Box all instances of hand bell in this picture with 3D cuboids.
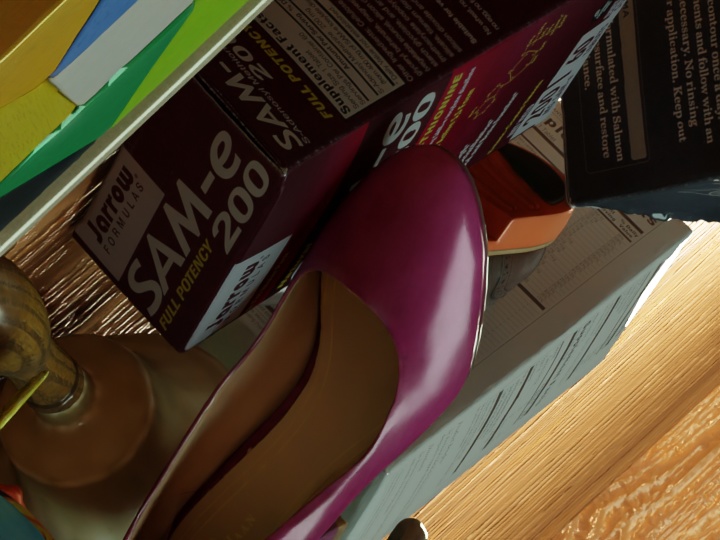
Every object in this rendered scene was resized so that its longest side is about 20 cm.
[{"bbox_3d":[-0.105,0.033,0.913,0.104,0.104,0.200,-42,155,-7],"label":"hand bell"}]

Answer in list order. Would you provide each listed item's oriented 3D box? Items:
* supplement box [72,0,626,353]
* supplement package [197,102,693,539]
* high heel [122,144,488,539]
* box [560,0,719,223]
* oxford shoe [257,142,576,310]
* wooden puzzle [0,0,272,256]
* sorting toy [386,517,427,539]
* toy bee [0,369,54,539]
[{"bbox_3d":[0.005,-0.063,0.938,0.200,0.061,0.109,-33,165,-38],"label":"supplement box"},{"bbox_3d":[0.025,0.022,1.170,0.200,0.114,0.110,-35,164,-35],"label":"supplement package"},{"bbox_3d":[-0.024,0.049,0.892,0.096,0.067,0.200,-23,142,-46],"label":"high heel"},{"bbox_3d":[0.212,-0.088,1.063,0.197,0.118,0.200,3,171,-44],"label":"box"},{"bbox_3d":[0.000,0.000,1.032,0.200,0.071,0.073,-6,131,-44],"label":"oxford shoe"},{"bbox_3d":[-0.071,-0.068,0.719,0.185,0.037,0.200,-43,168,0],"label":"wooden puzzle"},{"bbox_3d":[-0.085,0.164,1.054,0.200,0.036,0.185,-18,155,-33],"label":"sorting toy"},{"bbox_3d":[-0.134,0.095,0.860,0.131,0.200,0.109,-28,-150,0],"label":"toy bee"}]
